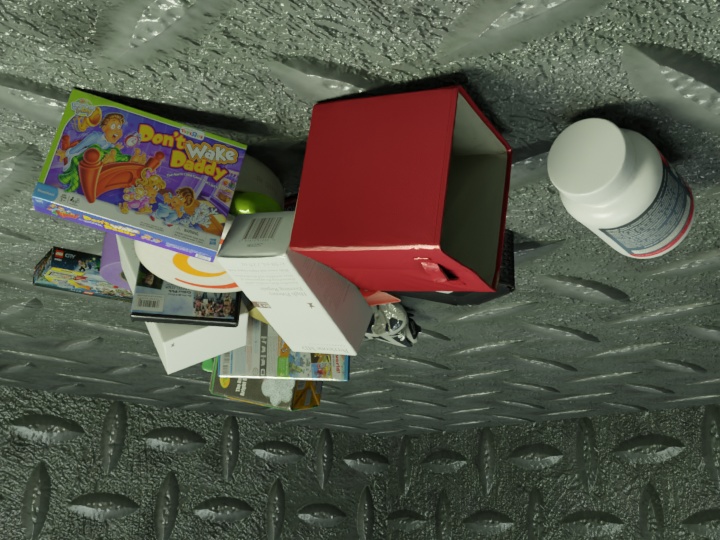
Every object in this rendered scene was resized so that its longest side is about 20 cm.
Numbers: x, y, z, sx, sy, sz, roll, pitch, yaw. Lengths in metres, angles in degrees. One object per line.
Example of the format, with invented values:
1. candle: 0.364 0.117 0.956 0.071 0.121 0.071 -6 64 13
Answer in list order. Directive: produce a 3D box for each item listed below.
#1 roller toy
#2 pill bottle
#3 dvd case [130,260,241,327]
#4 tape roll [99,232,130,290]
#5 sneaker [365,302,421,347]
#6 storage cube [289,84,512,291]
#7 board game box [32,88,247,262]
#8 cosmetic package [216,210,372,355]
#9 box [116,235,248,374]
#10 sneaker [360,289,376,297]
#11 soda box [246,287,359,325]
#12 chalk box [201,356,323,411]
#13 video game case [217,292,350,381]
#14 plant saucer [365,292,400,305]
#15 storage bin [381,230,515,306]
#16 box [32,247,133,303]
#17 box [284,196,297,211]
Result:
1. roller toy: -0.194 -0.068 1.062 0.199 0.140 0.183 2 151 -1
2. pill bottle: 0.301 -0.096 0.954 0.119 0.120 0.200 -11 158 35
3. dvd case: -0.234 -0.014 1.146 0.142 0.200 0.018 5 145 -8
4. tape roll: -0.327 -0.014 1.368 0.199 0.066 0.200 1 162 0
5. sneaker: 0.081 0.109 1.682 0.129 0.080 0.199 8 161 -22
6. storage cube: 0.051 -0.082 0.914 0.179 0.201 0.171 -1 164 30
7. board game box: -0.241 -0.104 0.914 0.199 0.135 0.045 16 160 -12
8. cosmetic package: -0.073 0.019 0.977 0.101 0.074 0.200 0 141 30
9. box: -0.257 0.026 1.186 0.124 0.200 0.098 -19 152 -21
10. sneaker: 0.000 0.000 1.338 0.085 0.077 0.200 4 165 25
11. soda box: -0.076 0.016 1.111 0.064 0.068 0.200 27 148 -26
12. chalk box: -0.172 0.157 1.401 0.199 0.125 0.124 10 178 20
13. video game case: -0.114 0.091 1.233 0.199 0.144 0.018 1 174 10
14. plant saucer: -0.057 0.029 1.517 0.199 0.037 0.200 -10 160 32
15. storage bin: 0.127 -0.014 1.272 0.200 0.094 0.135 12 160 -26
16. box: -0.482 0.012 1.508 0.200 0.038 0.136 13 159 -31
17. box: -0.074 -0.046 1.188 0.200 0.096 0.100 -12 158 37
